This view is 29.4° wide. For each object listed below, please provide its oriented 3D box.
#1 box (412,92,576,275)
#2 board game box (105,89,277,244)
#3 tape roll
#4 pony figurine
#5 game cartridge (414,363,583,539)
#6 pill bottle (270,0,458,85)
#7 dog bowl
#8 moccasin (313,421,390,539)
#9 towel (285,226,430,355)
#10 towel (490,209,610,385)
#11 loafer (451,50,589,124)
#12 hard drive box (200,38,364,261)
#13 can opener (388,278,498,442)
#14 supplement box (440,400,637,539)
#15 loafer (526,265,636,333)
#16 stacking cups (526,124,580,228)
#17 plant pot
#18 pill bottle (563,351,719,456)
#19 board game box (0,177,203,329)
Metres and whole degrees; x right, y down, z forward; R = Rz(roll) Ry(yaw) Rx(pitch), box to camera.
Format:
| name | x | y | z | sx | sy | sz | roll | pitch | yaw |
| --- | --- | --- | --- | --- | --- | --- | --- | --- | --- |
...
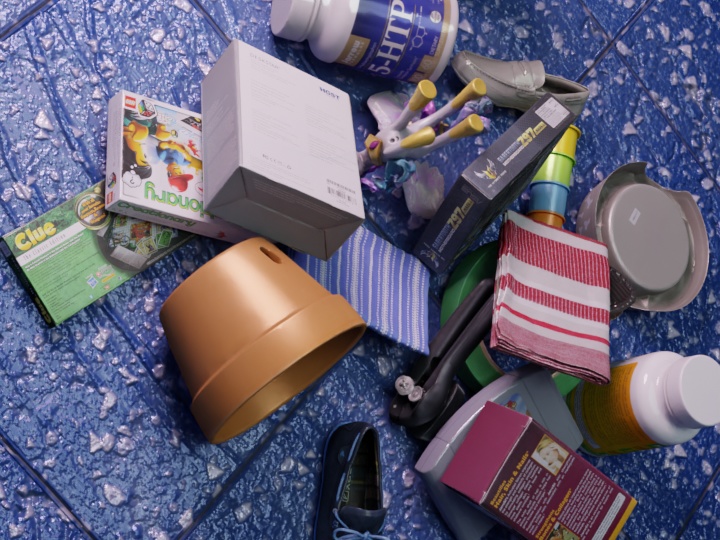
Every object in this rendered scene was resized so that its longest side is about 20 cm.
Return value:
| name | x | y | z | sx | sy | sz | roll | pitch | yaw |
| --- | --- | --- | --- | --- | --- | --- | --- | --- | --- |
| box | 0.157 | -0.102 | 1.614 | 0.051 | 0.158 | 0.200 | 41 | 53 | 9 |
| board game box | -0.176 | -0.104 | 1.464 | 0.199 | 0.034 | 0.128 | 14 | 63 | -36 |
| tape roll | 0.193 | 0.060 | 1.645 | 0.198 | 0.048 | 0.203 | 1 | 88 | -22 |
| pony figurine | 0.057 | -0.149 | 1.575 | 0.192 | 0.199 | 0.168 | -12 | 77 | -50 |
| game cartridge | 0.160 | 0.204 | 1.580 | 0.200 | 0.041 | 0.134 | -39 | 118 | -19 |
| pill bottle | 0.003 | -0.293 | 1.593 | 0.198 | 0.120 | 0.121 | 11 | 72 | -21 |
| dog bowl | 0.366 | -0.039 | 1.802 | 0.198 | 0.059 | 0.202 | 9 | 72 | -31 |
| moccasin | -0.010 | 0.262 | 1.476 | 0.080 | 0.068 | 0.202 | 3 | 76 | -32 |
| towel | 0.000 | 0.000 | 1.545 | 0.199 | 0.024 | 0.146 | 29 | 39 | -23 |
| towel | 0.220 | 0.026 | 1.556 | 0.143 | 0.023 | 0.201 | 19 | 50 | -12 |
| loafer | 0.203 | -0.240 | 1.734 | 0.199 | 0.070 | 0.070 | 16 | 36 | -32 |
| hard drive box | -0.085 | -0.129 | 1.455 | 0.155 | 0.077 | 0.201 | 23 | 41 | -28 |
| can opener | 0.100 | 0.096 | 1.564 | 0.078 | 0.063 | 0.201 | 33 | 86 | -53 |
| supplement box | 0.201 | 0.248 | 1.540 | 0.200 | 0.085 | 0.111 | 38 | 80 | -29 |
| loafer | 0.238 | 0.048 | 1.612 | 0.199 | 0.071 | 0.073 | -16 | 62 | -32 |
| stacking cups | 0.241 | -0.084 | 1.735 | 0.060 | 0.060 | 0.202 | 16 | 72 | -28 |
| plant pot | -0.112 | 0.062 | 1.401 | 0.199 | 0.200 | 0.140 | -32 | 79 | -34 |
| pill bottle | 0.344 | 0.159 | 1.650 | 0.110 | 0.199 | 0.112 | 9 | 73 | -30 |
| board game box | -0.265 | -0.034 | 1.417 | 0.199 | 0.023 | 0.105 | -35 | 99 | -35 |
